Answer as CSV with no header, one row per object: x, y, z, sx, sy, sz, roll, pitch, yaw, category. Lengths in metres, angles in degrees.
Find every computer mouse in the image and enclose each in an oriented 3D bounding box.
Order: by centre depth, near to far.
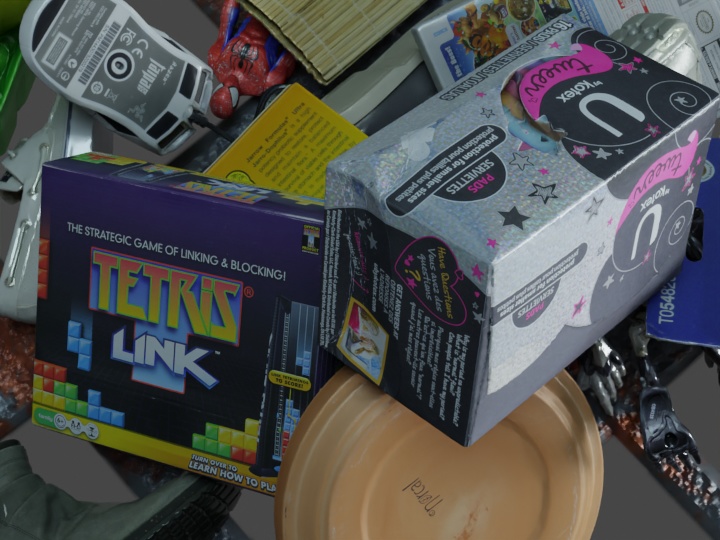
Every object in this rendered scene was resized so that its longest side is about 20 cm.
-0.133,-0.117,1.123,0.200,0.044,0.110,35,86,-29,computer mouse

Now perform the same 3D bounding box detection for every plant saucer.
0.049,0.130,0.997,0.199,0.032,0.202,-5,105,-20,plant saucer

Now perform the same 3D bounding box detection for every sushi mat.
0.008,-0.214,1.202,0.096,0.012,0.200,45,62,3,sushi mat

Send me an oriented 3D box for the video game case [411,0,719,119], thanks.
0.150,-0.136,1.155,0.199,0.018,0.144,-27,99,-10,video game case

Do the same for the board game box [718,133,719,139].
0.341,-0.011,1.115,0.198,0.041,0.201,-4,65,0,board game box

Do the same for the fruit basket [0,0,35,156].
-0.256,-0.194,1.136,0.154,0.216,0.217,13,67,8,fruit basket

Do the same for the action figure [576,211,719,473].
0.181,0.039,1.071,0.118,0.102,0.201,-18,40,3,action figure

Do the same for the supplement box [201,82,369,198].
0.000,0.000,1.087,0.200,0.109,0.110,38,72,18,supplement box

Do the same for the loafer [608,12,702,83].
0.139,-0.080,1.110,0.200,0.070,0.070,-39,32,-8,loafer

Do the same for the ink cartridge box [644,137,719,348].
0.273,-0.023,1.039,0.198,0.041,0.200,8,43,5,ink cartridge box

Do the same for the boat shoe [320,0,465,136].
0.054,-0.130,1.184,0.200,0.073,0.063,-37,112,-19,boat shoe

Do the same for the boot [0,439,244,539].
-0.179,0.145,1.056,0.200,0.068,0.131,-37,64,-15,boot

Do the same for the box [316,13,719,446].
0.085,-0.027,0.940,0.114,0.133,0.200,32,48,28,box

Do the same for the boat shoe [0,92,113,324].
-0.204,-0.060,1.147,0.069,0.071,0.202,3,72,2,boat shoe

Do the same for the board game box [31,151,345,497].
-0.097,0.030,1.029,0.199,0.057,0.167,12,107,26,board game box

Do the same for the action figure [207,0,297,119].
-0.056,-0.188,1.210,0.065,0.052,0.201,22,70,6,action figure
